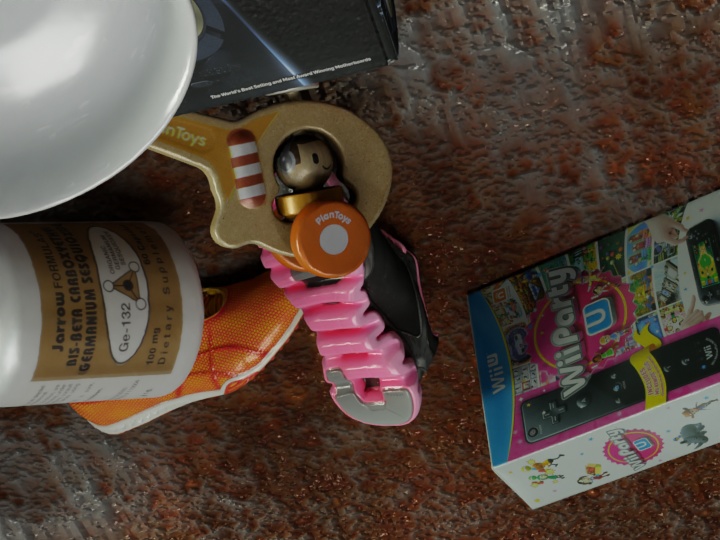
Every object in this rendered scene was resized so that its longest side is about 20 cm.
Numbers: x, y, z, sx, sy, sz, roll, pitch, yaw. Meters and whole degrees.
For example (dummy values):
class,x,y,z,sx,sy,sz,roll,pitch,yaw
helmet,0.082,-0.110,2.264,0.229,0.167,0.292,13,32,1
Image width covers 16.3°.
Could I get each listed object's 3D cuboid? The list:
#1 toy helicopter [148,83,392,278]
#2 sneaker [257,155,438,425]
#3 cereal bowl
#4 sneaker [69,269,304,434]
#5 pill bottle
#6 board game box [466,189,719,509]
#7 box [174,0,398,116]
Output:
class,x,y,z,sx,sy,sz,roll,pitch,yaw
toy helicopter,-0.074,-0.081,1.499,0.200,0.132,0.079,18,179,-16
sneaker,0.000,0.000,1.631,0.079,0.095,0.200,0,124,33
cereal bowl,-0.187,-0.124,1.290,0.200,0.083,0.200,-15,141,-13
sneaker,-0.121,0.047,1.672,0.200,0.073,0.077,-28,126,21
pill bottle,-0.208,0.027,1.558,0.200,0.114,0.114,-2,145,-36
board game box,0.178,0.052,1.652,0.200,0.148,0.064,-24,139,20
box,-0.095,-0.174,1.388,0.200,0.086,0.164,-12,140,8
